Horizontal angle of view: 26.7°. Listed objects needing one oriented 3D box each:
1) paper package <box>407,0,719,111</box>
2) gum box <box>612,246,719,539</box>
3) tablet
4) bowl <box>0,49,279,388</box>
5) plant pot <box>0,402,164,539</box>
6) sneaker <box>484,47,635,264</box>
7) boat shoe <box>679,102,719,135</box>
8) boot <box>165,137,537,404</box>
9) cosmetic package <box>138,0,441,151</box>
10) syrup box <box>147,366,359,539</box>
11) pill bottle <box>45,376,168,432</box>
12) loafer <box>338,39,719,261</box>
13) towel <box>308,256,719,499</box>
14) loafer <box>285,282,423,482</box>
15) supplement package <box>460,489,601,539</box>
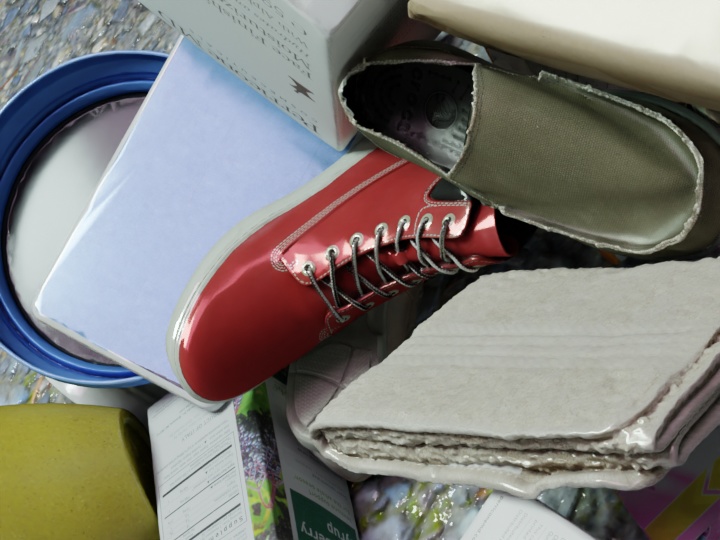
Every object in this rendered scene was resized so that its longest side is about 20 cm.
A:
[{"bbox_3d":[0.143,-0.161,0.593,0.200,0.103,0.191,24,100,41],"label":"paper package"},{"bbox_3d":[0.190,0.033,0.642,0.200,0.066,0.114,-46,36,9],"label":"gum box"},{"bbox_3d":[-0.086,-0.036,0.847,0.130,0.014,0.200,26,83,17],"label":"tablet"},{"bbox_3d":[-0.138,-0.029,0.885,0.200,0.039,0.201,-3,77,12],"label":"bowl"},{"bbox_3d":[-0.176,0.153,0.862,0.142,0.200,0.200,-27,40,1],"label":"plant pot"},{"bbox_3d":[0.133,-0.095,0.816,0.092,0.076,0.200,-32,48,14],"label":"sneaker"},{"bbox_3d":[0.188,-0.103,0.731,0.202,0.075,0.075,-53,-10,-45],"label":"boat shoe"},{"bbox_3d":[0.000,0.000,0.760,0.200,0.072,0.144,-42,26,-15],"label":"boot"},{"bbox_3d":[-0.024,-0.190,0.751,0.165,0.165,0.200,-51,-7,-8],"label":"cosmetic package"},{"bbox_3d":[-0.053,0.141,0.808,0.081,0.079,0.200,-38,39,19],"label":"syrup box"},{"bbox_3d":[-0.107,0.005,0.949,0.200,0.112,0.112,-56,37,-4],"label":"pill bottle"},{"bbox_3d":[0.071,-0.052,0.669,0.200,0.070,0.075,20,107,33],"label":"loafer"},{"bbox_3d":[0.082,0.041,0.630,0.133,0.035,0.200,-38,20,-33],"label":"towel"},{"bbox_3d":[0.001,0.024,0.861,0.072,0.063,0.200,-1,54,19],"label":"loafer"},{"bbox_3d":[0.113,0.186,0.556,0.120,0.121,0.200,-55,37,-4],"label":"supplement package"}]
